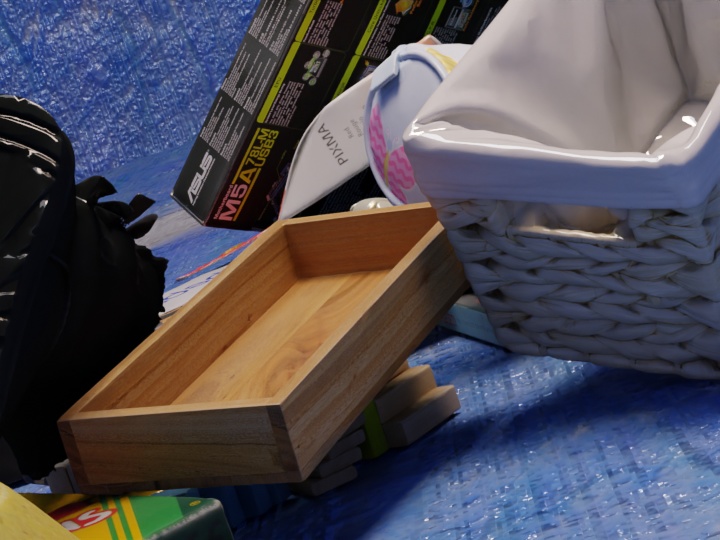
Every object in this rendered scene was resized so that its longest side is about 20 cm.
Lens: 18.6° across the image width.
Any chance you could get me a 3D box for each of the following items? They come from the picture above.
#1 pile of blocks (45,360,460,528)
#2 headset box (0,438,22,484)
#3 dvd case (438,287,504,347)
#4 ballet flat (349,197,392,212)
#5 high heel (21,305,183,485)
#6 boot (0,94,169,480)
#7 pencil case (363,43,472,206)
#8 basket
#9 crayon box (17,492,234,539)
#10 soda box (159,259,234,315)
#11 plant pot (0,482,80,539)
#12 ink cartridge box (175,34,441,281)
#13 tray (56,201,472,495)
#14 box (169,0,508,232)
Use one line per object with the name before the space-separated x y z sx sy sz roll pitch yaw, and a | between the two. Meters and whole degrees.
pile of blocks | -0.052 0.070 0.955 0.200 0.062 0.082 -24 10 -26
headset box | -0.250 0.081 1.257 0.148 0.075 0.200 -18 9 3
dvd case | 0.142 -0.010 1.165 0.200 0.022 0.146 -20 9 -13
ballet flat | 0.000 0.000 1.164 0.200 0.074 0.074 -33 15 -28
high heel | -0.065 0.037 1.024 0.200 0.071 0.143 -29 -6 -23
boot | -0.142 0.041 0.848 0.073 0.199 0.163 16 -18 14
pencil case | 0.099 -0.076 1.088 0.200 0.091 0.083 -10 0 -35
basket | 0.131 -0.060 0.935 0.135 0.124 0.200 7 42 34
crayon box | -0.146 0.130 0.823 0.127 0.051 0.200 -25 11 -35
soda box | -0.074 0.035 1.208 0.068 0.064 0.200 -12 11 46
plant pot | -0.095 0.126 0.448 0.200 0.142 0.200 -18 9 3
ink cartridge box | -0.028 -0.068 1.311 0.200 0.050 0.162 -30 2 3
tray | -0.029 0.028 0.890 0.098 0.037 0.200 -6 22 27
box | -0.005 -0.114 1.422 0.193 0.200 0.048 6 28 -45
